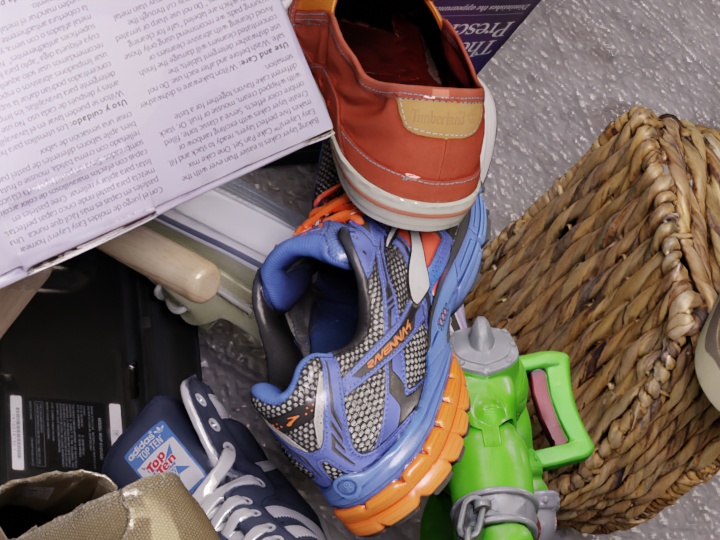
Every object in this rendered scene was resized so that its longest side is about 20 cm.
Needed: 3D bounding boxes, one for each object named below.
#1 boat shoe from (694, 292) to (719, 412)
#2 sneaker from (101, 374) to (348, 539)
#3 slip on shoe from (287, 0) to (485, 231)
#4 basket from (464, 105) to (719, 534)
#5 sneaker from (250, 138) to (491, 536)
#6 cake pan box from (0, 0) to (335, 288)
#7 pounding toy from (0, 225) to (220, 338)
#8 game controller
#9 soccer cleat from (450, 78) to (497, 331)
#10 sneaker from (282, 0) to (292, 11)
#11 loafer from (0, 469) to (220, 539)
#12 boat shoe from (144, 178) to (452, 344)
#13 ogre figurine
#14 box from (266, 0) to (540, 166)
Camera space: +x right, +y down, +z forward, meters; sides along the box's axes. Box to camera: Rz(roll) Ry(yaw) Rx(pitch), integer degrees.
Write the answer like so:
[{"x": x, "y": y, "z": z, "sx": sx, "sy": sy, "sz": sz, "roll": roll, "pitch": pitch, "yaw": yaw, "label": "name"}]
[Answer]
[{"x": 0.195, "y": -0.023, "z": 0.848, "sx": 0.075, "sy": 0.068, "sz": 0.201, "roll": 31, "pitch": 49, "yaw": -11, "label": "boat shoe"}, {"x": -0.043, "y": 0.104, "z": 0.760, "sx": 0.070, "sy": 0.200, "sz": 0.109, "roll": -44, "pitch": 105, "yaw": -3, "label": "sneaker"}, {"x": 0.004, "y": -0.096, "z": 0.825, "sx": 0.074, "sy": 0.061, "sz": 0.200, "roll": 2, "pitch": 37, "yaw": -20, "label": "slip on shoe"}, {"x": 0.143, "y": 0.041, "z": 0.954, "sx": 0.148, "sy": 0.200, "sz": 0.143, "roll": 10, "pitch": 55, "yaw": -29, "label": "basket"}, {"x": 0.000, "y": 0.000, "z": 0.794, "sx": 0.078, "sy": 0.075, "sz": 0.201, "roll": 41, "pitch": 32, "yaw": -32, "label": "sneaker"}, {"x": -0.130, "y": -0.089, "z": 0.672, "sx": 0.199, "sy": 0.052, "sz": 0.185, "roll": -27, "pitch": 96, "yaw": -21, "label": "cake pan box"}, {"x": -0.172, "y": -0.030, "z": 0.789, "sx": 0.142, "sy": 0.200, "sz": 0.185, "roll": 5, "pitch": 58, "yaw": -32, "label": "pounding toy"}, {"x": -0.114, "y": 0.075, "z": 0.877, "sx": 0.104, "sy": 0.042, "sz": 0.201, "roll": 2, "pitch": 58, "yaw": -16, "label": "game controller"}, {"x": 0.016, "y": -0.003, "z": 0.951, "sx": 0.073, "sy": 0.068, "sz": 0.201, "roll": 24, "pitch": 71, "yaw": -56, "label": "soccer cleat"}, {"x": -0.104, "y": -0.127, "z": 0.750, "sx": 0.199, "sy": 0.082, "sz": 0.075, "roll": -9, "pitch": 52, "yaw": -38, "label": "sneaker"}, {"x": -0.114, "y": 0.106, "z": 0.743, "sx": 0.076, "sy": 0.199, "sz": 0.068, "roll": -4, "pitch": 86, "yaw": -50, "label": "loafer"}, {"x": -0.057, "y": -0.004, "z": 0.889, "sx": 0.199, "sy": 0.062, "sz": 0.072, "roll": 29, "pitch": 8, "yaw": -4, "label": "boat shoe"}, {"x": 0.047, "y": 0.094, "z": 0.854, "sx": 0.200, "sy": 0.098, "sz": 0.121, "roll": 40, "pitch": 45, "yaw": -67, "label": "ogre figurine"}, {"x": -0.034, "y": -0.115, "z": 0.980, "sx": 0.199, "sy": 0.141, "sz": 0.079, "roll": -7, "pitch": 65, "yaw": -37, "label": "box"}]
